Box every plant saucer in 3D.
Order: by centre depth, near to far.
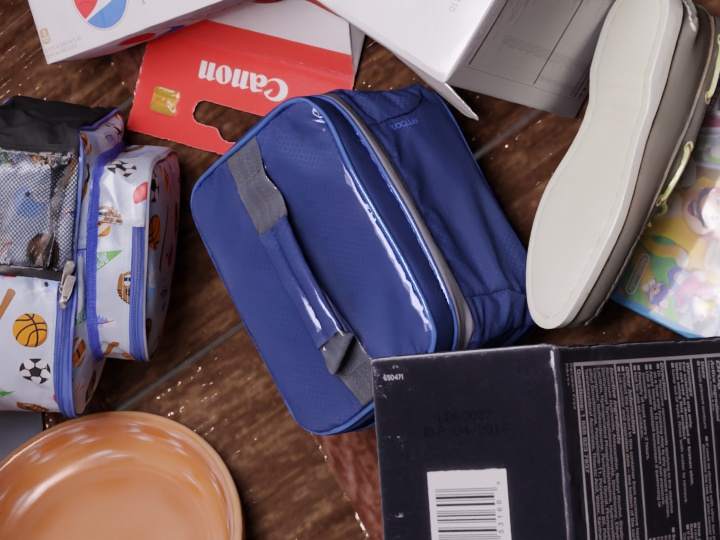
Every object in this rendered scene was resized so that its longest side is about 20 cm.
[{"bbox_3d":[-0.164,0.183,1.356,0.199,0.038,0.201,-9,55,13],"label":"plant saucer"}]

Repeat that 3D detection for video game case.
[{"bbox_3d":[0.254,-0.006,1.209,0.199,0.018,0.144,28,99,24],"label":"video game case"}]

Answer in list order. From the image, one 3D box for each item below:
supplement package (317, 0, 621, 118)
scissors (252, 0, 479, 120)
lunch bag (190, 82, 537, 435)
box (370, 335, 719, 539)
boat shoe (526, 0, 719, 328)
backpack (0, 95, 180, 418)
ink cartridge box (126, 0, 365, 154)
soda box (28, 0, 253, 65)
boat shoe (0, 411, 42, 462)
[{"bbox_3d":[0.071,-0.166,1.203,0.109,0.200,0.114,36,102,22],"label":"supplement package"},{"bbox_3d":[-0.001,-0.163,1.297,0.200,0.014,0.073,31,116,21],"label":"scissors"},{"bbox_3d":[0.000,0.000,1.252,0.136,0.132,0.201,-41,71,38],"label":"lunch bag"},{"bbox_3d":[0.112,0.140,1.166,0.123,0.198,0.201,-6,86,37],"label":"box"},{"bbox_3d":[0.151,-0.058,1.220,0.072,0.060,0.203,23,95,55],"label":"boat shoe"},{"bbox_3d":[-0.190,-0.005,1.344,0.153,0.200,0.191,13,100,6],"label":"backpack"},{"bbox_3d":[-0.071,-0.171,1.360,0.160,0.050,0.201,16,93,26],"label":"ink cartridge box"},{"bbox_3d":[-0.116,-0.184,1.320,0.199,0.064,0.068,-14,93,41],"label":"soda box"},{"bbox_3d":[-0.262,0.065,1.437,0.066,0.070,0.201,-7,92,49],"label":"boat shoe"}]
